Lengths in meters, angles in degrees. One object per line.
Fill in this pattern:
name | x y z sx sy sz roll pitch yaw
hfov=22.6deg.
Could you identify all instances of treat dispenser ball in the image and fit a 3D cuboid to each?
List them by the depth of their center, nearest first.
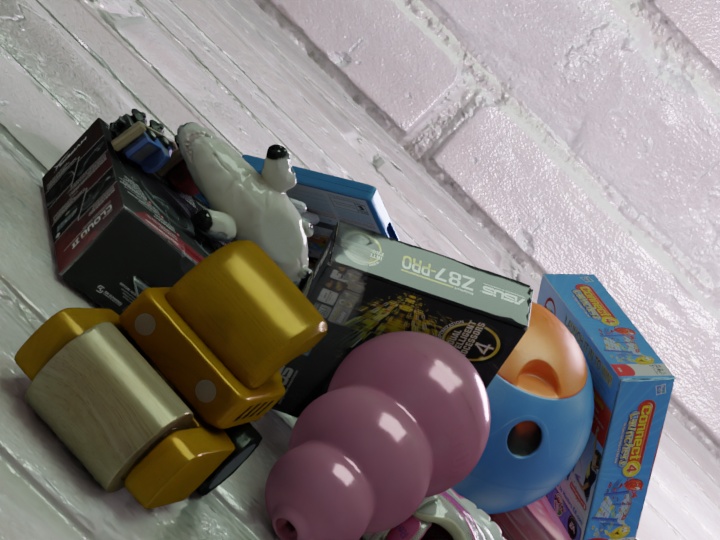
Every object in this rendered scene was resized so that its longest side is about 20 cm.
treat dispenser ball | 0.107 0.116 1.601 0.201 0.201 0.201 43 10 -10

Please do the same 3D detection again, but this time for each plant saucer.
plant saucer | 0.184 0.263 1.747 0.200 0.051 0.201 42 10 -9

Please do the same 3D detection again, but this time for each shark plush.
shark plush | -0.074 -0.040 1.447 0.083 0.091 0.200 30 -10 49

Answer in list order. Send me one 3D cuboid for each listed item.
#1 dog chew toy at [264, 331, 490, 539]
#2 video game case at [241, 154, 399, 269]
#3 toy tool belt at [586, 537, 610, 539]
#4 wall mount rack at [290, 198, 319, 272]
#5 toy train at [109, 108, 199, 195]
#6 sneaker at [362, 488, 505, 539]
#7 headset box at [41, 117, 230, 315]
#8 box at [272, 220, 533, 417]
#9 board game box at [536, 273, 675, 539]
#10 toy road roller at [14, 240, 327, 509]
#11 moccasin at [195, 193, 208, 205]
dog chew toy | 0.006 0.129 1.289 0.125 0.125 0.200 45 47 5
video game case | -0.024 -0.034 1.713 0.143 0.018 0.200 15 -26 26
toy tool belt | 0.191 0.308 1.307 0.123 0.124 0.201 -85 164 -68
wall mount rack | 0.000 0.000 1.603 0.173 0.075 0.200 28 -1 6
toy train | -0.142 -0.082 1.459 0.046 0.034 0.200 62 15 25
sneaker | 0.030 0.178 1.390 0.200 0.081 0.088 41 13 1
headset box | -0.163 -0.014 1.404 0.149 0.077 0.200 39 12 -28
box | 0.022 0.059 1.400 0.161 0.200 0.049 21 49 -8
board game box | 0.212 0.134 1.696 0.056 0.197 0.200 0 28 -17
toy road roller | -0.108 0.055 1.141 0.123 0.146 0.200 46 10 10
moccasin | -0.158 -0.060 1.596 0.200 0.080 0.068 46 1 -6
